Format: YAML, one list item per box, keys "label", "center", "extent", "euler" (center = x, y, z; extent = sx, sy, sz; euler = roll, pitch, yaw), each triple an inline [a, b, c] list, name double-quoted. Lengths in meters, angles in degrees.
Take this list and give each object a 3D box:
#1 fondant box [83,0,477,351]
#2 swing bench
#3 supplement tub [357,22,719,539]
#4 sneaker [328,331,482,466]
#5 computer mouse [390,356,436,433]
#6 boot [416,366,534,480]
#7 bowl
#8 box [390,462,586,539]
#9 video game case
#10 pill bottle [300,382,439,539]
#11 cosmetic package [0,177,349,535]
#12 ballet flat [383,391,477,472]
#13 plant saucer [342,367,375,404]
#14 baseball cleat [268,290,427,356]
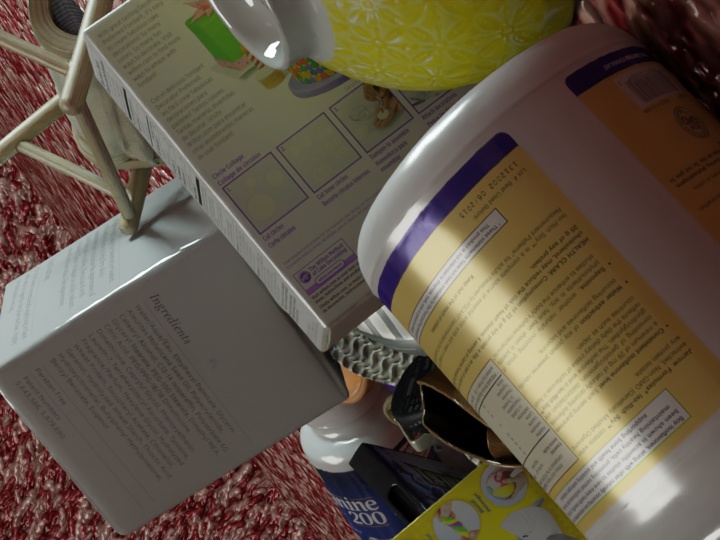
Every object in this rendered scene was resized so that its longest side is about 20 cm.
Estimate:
- label: "fondant box"
  center: [-0.025, -0.081, 0.751]
  extent: [0.200, 0.144, 0.058]
  euler: [50, 168, 9]
- label: "swing bench"
  center: [-0.175, -0.166, 0.982]
  extent: [0.130, 0.200, 0.199]
  euler: [25, 162, 11]
- label: "supplement tub"
  center: [0.111, 0.021, 0.554]
  extent: [0.200, 0.145, 0.145]
  euler: [49, 166, 15]
- label: "sneaker"
  center: [0.073, 0.080, 1.024]
  extent: [0.200, 0.070, 0.100]
  euler: [36, -174, 17]
- label: "computer mouse"
  center: [0.081, 0.065, 0.898]
  extent: [0.034, 0.059, 0.200]
  euler: [29, 153, -20]
- label: "boot"
  center: [0.103, 0.083, 0.675]
  extent: [0.200, 0.075, 0.074]
  euler: [24, 124, 51]
- label: "bowl"
  center: [-0.014, -0.148, 0.621]
  extent: [0.200, 0.108, 0.200]
  euler: [48, 166, 17]
- label: "box"
  center: [0.096, 0.180, 0.895]
  extent: [0.117, 0.200, 0.048]
  euler: [49, 166, 18]
- label: "video game case"
  center: [0.109, 0.203, 1.078]
  extent: [0.200, 0.026, 0.181]
  euler: [22, -165, -46]
- label: "pill bottle"
  center: [0.012, 0.167, 1.338]
  extent: [0.111, 0.111, 0.200]
  euler: [33, 156, 55]
- label: "cosmetic package"
  center: [-0.140, 0.050, 1.067]
  extent: [0.165, 0.200, 0.165]
  euler: [56, -174, -23]
- label: "ballet flat"
  center: [0.074, 0.122, 1.112]
  extent: [0.070, 0.069, 0.200]
  euler: [58, 166, -22]
- label: "plant saucer"
  center: [-0.041, 0.017, 1.219]
  extent: [0.200, 0.037, 0.200]
  euler: [47, 153, 32]
- label: "baseball cleat"
  center: [0.000, 0.000, 0.887]
  extent: [0.200, 0.070, 0.106]
  euler: [3, 146, 41]
